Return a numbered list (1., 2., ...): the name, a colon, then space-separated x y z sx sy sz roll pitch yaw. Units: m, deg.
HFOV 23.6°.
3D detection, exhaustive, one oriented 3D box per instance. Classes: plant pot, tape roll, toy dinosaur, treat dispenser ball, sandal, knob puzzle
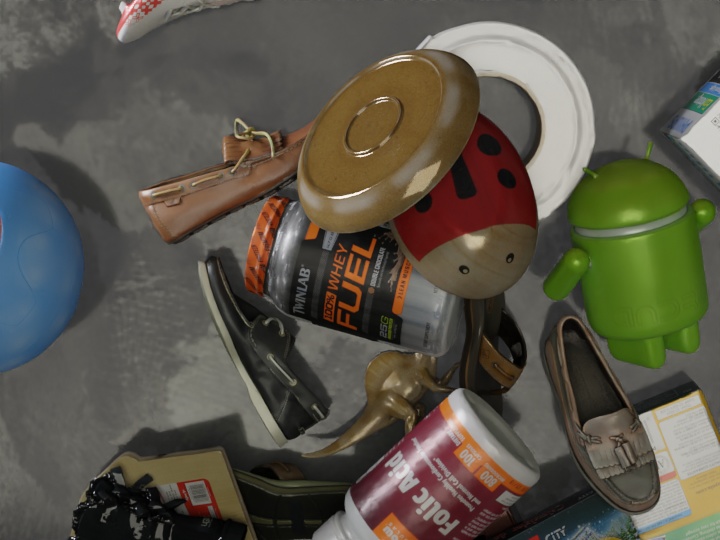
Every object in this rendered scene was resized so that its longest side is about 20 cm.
1. plant pot: 0.017 -0.124 1.539 0.200 0.200 0.027 -43 128 6
2. tape roll: 0.120 -0.137 1.638 0.202 0.071 0.203 0 97 2
3. toy dinosaur: 0.040 0.131 1.688 0.101 0.058 0.200 39 88 12
4. treat dispenser ball: -0.358 -0.003 1.600 0.200 0.201 0.201 0 97 1
5. sandal: 0.132 0.069 1.633 0.054 0.082 0.200 11 114 20
6. sandal: -0.071 0.223 1.691 0.201 0.057 0.080 7 123 7
7. knob puzzle: -0.195 0.262 1.699 0.219 0.030 0.220 6 115 12

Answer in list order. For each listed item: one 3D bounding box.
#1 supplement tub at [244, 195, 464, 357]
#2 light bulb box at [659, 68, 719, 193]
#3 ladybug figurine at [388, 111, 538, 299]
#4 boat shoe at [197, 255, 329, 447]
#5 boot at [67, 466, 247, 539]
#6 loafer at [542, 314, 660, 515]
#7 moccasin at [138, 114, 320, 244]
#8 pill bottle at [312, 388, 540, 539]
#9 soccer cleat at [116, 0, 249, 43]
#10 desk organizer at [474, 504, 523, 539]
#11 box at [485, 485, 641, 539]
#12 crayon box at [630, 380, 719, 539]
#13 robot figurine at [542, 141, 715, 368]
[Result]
1. supplement tub: 0.000 0.000 1.623 0.200 0.123 0.123 15 97 9
2. light bulb box: 0.422 -0.129 1.603 0.200 0.125 0.198 -45 94 6
3. ladybug figurine: 0.088 -0.073 1.543 0.136 0.072 0.200 -19 68 -5
4. boat shoe: -0.098 0.070 1.671 0.068 0.072 0.200 -28 99 -2
5. boot: -0.205 0.298 1.661 0.162 0.073 0.199 16 110 5
6. loafer: 0.224 0.134 1.623 0.072 0.063 0.200 -19 62 -8
7. moccasin: -0.116 -0.102 1.648 0.201 0.074 0.078 -27 99 5
8. pill bottle: 0.058 0.214 1.589 0.200 0.114 0.114 -44 94 9
9. soccer cleat: -0.145 -0.274 1.632 0.200 0.069 0.085 -42 90 1
10. desk organizer: 0.129 0.277 1.686 0.077 0.072 0.200 -26 95 6
11. box: 0.179 0.304 1.630 0.200 0.038 0.137 -26 95 -10
12. crayon box: 0.307 0.225 1.684 0.126 0.052 0.200 -22 95 4
13. robot figurine: 0.258 -0.013 1.602 0.175 0.116 0.200 -21 107 -24
